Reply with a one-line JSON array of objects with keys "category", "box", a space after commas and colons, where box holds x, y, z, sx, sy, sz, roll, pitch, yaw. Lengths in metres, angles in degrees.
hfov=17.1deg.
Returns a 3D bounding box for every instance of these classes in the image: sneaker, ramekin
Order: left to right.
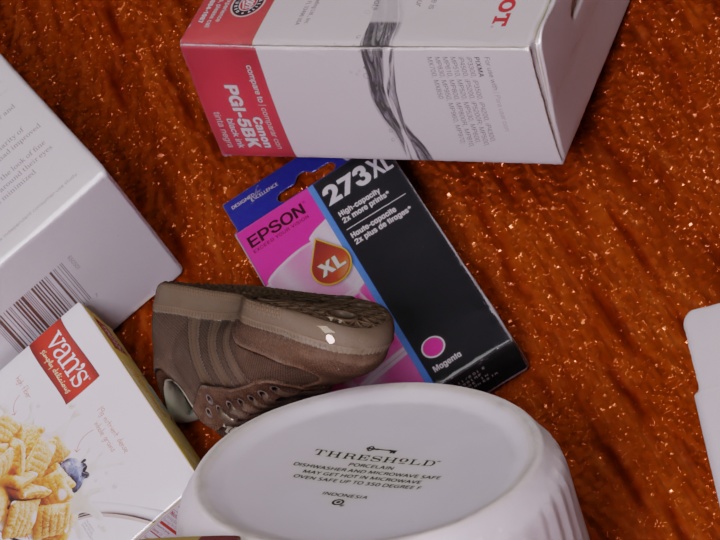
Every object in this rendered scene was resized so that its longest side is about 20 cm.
[{"category": "sneaker", "box": [-0.043, 0.048, 1.174, 0.200, 0.070, 0.076, 9, 97, 63]}, {"category": "ramekin", "box": [0.009, 0.125, 1.059, 0.201, 0.095, 0.203, -7, 23, 3]}]

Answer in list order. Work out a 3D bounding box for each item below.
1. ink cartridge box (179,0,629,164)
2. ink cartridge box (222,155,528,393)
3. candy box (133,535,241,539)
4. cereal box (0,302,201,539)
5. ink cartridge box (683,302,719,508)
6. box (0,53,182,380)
[{"category": "ink cartridge box", "box": [0.028, -0.132, 1.261, 0.199, 0.083, 0.147, 3, 45, 25]}, {"category": "ink cartridge box", "box": [0.000, 0.000, 1.242, 0.094, 0.037, 0.200, -33, 51, 1]}, {"category": "candy box", "box": [-0.072, 0.213, 0.938, 0.056, 0.117, 0.201, -2, 94, 5]}, {"category": "cereal box", "box": [-0.179, 0.130, 1.221, 0.200, 0.040, 0.144, -42, 52, 2]}, {"category": "ink cartridge box", "box": [0.219, 0.102, 1.059, 0.115, 0.068, 0.201, -16, 55, 12]}, {"category": "box", "box": [-0.222, -0.033, 1.311, 0.152, 0.106, 0.200, -41, 53, -4]}]
